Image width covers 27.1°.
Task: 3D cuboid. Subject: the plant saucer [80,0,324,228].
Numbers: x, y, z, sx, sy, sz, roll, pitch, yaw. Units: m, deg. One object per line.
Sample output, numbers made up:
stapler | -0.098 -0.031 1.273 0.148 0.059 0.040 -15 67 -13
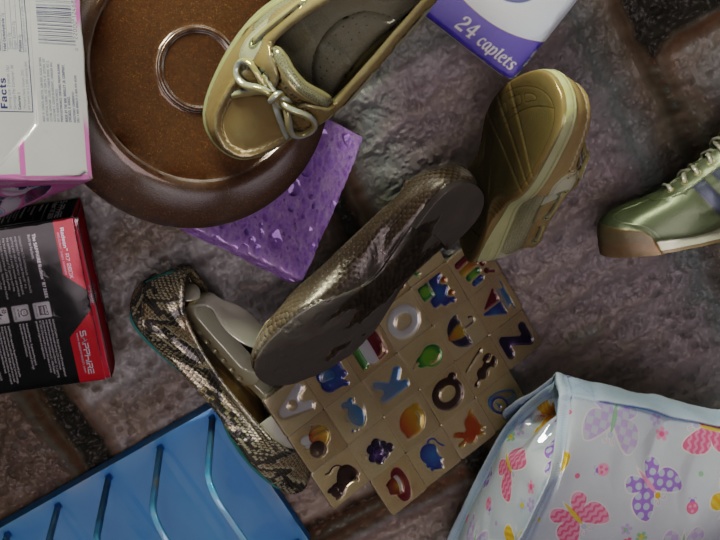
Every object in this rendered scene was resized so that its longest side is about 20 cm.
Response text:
plant saucer | -0.108 -0.128 0.969 0.199 0.032 0.202 1 88 -22

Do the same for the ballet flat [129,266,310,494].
ballet flat | -0.082 0.078 1.070 0.075 0.068 0.200 -28 109 32

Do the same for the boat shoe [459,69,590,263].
boat shoe | 0.116 -0.067 0.988 0.063 0.074 0.201 -7 152 -16

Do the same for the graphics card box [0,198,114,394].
graphics card box | -0.282 0.027 1.052 0.199 0.051 0.126 -9 111 -1

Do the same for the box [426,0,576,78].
box | 0.079 -0.260 0.941 0.183 0.105 0.200 34 104 -15

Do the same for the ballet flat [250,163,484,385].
ballet flat | 0.000 0.000 1.013 0.200 0.046 0.067 -45 138 8

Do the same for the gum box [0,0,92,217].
gum box | -0.218 -0.133 0.900 0.066 0.113 0.201 -2 85 -33

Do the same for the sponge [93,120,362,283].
sponge | -0.106 -0.082 1.000 0.199 0.030 0.112 26 79 -18

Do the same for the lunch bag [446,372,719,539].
lunch bag | 0.177 0.171 1.088 0.169 0.127 0.201 12 119 -17

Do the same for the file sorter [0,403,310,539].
file sorter | -0.154 0.220 1.094 0.199 0.123 0.139 -30 110 7

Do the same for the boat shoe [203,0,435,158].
boat shoe | -0.021 -0.134 0.894 0.200 0.063 0.073 -37 111 21

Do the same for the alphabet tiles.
alphabet tiles | 0.033 0.072 1.075 0.200 0.006 0.167 -37 110 -13

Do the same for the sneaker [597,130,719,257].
sneaker | 0.259 -0.070 1.048 0.199 0.067 0.090 -10 103 0
